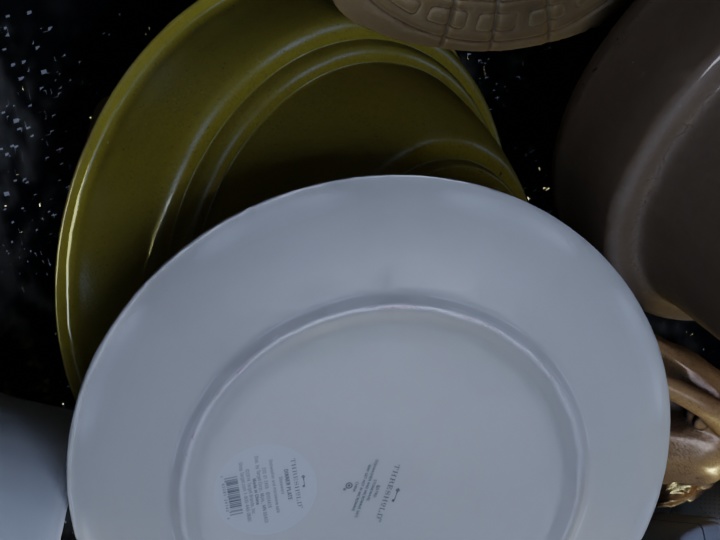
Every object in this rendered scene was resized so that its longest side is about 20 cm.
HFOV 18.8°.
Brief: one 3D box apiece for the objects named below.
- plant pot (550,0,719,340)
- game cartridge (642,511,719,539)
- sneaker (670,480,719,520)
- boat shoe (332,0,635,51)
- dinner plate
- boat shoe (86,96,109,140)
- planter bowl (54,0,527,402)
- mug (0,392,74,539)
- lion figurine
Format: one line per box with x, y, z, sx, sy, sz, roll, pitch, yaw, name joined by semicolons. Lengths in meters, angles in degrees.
0.192;-0.015;0.762;0.200;0.175;0.201;-23;147;-15;plant pot
0.125;0.196;0.851;0.041;0.133;0.201;-10;88;-20;game cartridge
0.198;0.087;0.858;0.073;0.200;0.116;-23;116;-30;sneaker
0.073;-0.129;0.753;0.199;0.069;0.074;-10;138;-21;boat shoe
0.006;0.065;0.698;0.199;0.024;0.201;-3;114;-7;dinner plate
-0.070;0.032;0.795;0.065;0.072;0.201;-1;113;-13;boat shoe
0.000;0.000;0.744;0.200;0.083;0.201;-15;114;-39;planter bowl
-0.200;0.117;0.764;0.175;0.148;0.200;12;146;-6;mug
0.103;0.056;0.813;0.122;0.200;0.073;24;89;-6;lion figurine
